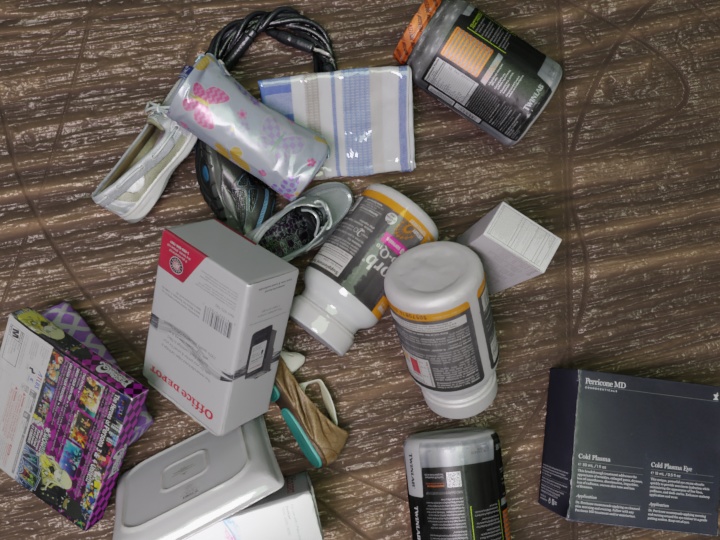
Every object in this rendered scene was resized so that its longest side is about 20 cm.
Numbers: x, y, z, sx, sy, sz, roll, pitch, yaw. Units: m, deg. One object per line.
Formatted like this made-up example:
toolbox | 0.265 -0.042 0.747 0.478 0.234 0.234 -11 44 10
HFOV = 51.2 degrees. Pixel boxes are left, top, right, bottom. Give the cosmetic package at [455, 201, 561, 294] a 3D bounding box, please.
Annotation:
cosmetic package | 0.168 -0.023 0.927 0.082 0.200 0.051 34 79 -1

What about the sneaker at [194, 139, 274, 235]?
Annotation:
sneaker | -0.159 -0.101 0.975 0.081 0.073 0.202 -16 91 -25

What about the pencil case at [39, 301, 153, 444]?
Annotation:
pencil case | -0.336 0.136 0.917 0.084 0.085 0.201 -32 87 -46

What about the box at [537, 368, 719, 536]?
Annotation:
box | 0.346 0.228 0.967 0.198 0.104 0.184 8 83 -6

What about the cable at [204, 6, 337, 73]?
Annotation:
cable | -0.128 -0.265 0.997 0.198 0.051 0.165 -13 87 -6

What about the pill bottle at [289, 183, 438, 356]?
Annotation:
pill bottle | 0.000 0.000 0.948 0.116 0.116 0.201 36 81 -1

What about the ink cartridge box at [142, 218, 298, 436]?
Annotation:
ink cartridge box | -0.166 0.064 0.869 0.145 0.083 0.201 30 119 28

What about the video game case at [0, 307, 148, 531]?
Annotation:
video game case | -0.348 0.171 0.862 0.180 0.036 0.201 30 113 13

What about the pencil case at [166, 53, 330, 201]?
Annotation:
pencil case | -0.135 -0.172 0.913 0.199 0.083 0.091 35 68 -14

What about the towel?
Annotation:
towel | -0.026 -0.185 0.974 0.198 0.024 0.148 -6 122 -5

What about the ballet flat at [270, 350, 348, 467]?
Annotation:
ballet flat | -0.083 0.152 0.953 0.072 0.068 0.200 -37 87 -29

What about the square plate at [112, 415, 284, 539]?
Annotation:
square plate | -0.194 0.237 0.860 0.199 0.198 0.029 -26 107 -8

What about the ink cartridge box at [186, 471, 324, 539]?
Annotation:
ink cartridge box | -0.143 0.312 0.881 0.198 0.145 0.085 -16 86 -8

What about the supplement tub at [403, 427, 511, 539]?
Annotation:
supplement tub | 0.121 0.301 0.924 0.121 0.123 0.202 -5 83 -7

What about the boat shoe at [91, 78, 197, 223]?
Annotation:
boat shoe | -0.261 -0.160 0.948 0.065 0.074 0.203 32 89 -44

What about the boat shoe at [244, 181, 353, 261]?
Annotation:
boat shoe | -0.069 -0.055 0.939 0.200 0.071 0.070 -37 104 -34

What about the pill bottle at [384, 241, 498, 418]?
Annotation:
pill bottle | 0.104 0.076 0.902 0.116 0.117 0.201 -23 126 -9

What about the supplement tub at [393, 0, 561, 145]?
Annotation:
supplement tub | 0.150 -0.266 0.986 0.199 0.123 0.123 34 81 -2
